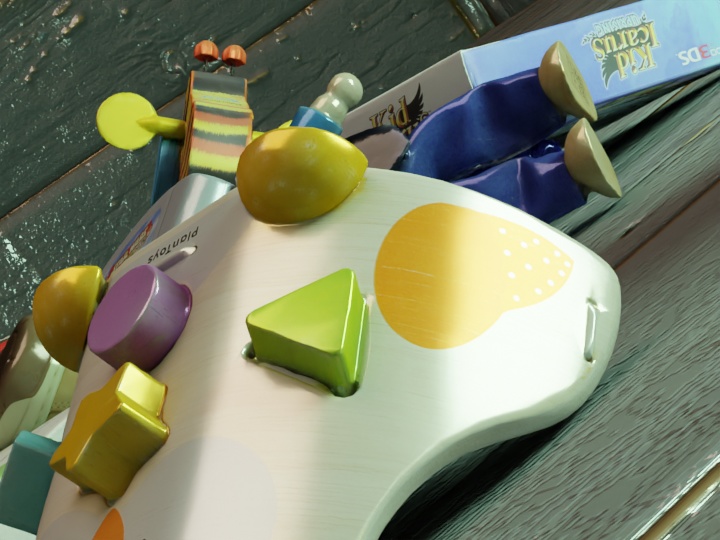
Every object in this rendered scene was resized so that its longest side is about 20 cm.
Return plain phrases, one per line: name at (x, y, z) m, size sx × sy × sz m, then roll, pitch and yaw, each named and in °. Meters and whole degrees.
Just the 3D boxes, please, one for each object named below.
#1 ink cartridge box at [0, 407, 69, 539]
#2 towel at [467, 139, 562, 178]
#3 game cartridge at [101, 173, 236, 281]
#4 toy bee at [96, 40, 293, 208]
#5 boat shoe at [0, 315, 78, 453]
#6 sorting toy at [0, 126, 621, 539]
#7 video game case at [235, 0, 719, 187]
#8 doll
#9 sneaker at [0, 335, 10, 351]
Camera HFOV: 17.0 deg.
ink cartridge box at (-0.170, 0.133, 0.898) m, size 0.200 × 0.067 × 0.117 m, roll -32°, pitch 6°, yaw 26°
towel at (0.000, 0.000, 1.168) m, size 0.148 × 0.050 × 0.200 m, roll -39°, pitch 6°, yaw -33°
game cartridge at (-0.119, 0.033, 1.256) m, size 0.200 × 0.041 × 0.134 m, roll -44°, pitch 30°, yaw 55°
toy bee at (-0.095, -0.085, 1.431) m, size 0.130 × 0.109 × 0.200 m, roll 7°, pitch -1°, yaw -29°
boat shoe at (-0.138, 0.105, 0.992) m, size 0.200 × 0.076 × 0.072 m, roll 124°, pitch 163°, yaw -44°
sorting toy at (-0.045, 0.069, 0.670) m, size 0.200 × 0.107 × 0.180 m, roll -31°, pitch 25°, yaw 35°
video game case at (0.066, -0.077, 1.193) m, size 0.200 × 0.046 × 0.181 m, roll -19°, pitch -3°, yaw -42°
doll at (0.007, -0.031, 1.040) m, size 0.199 × 0.137 × 0.048 m, roll -23°, pitch -29°, yaw 14°
sneaker at (-0.313, 0.084, 2.382) m, size 0.200 × 0.077 × 0.085 m, roll -38°, pitch 11°, yaw -29°
